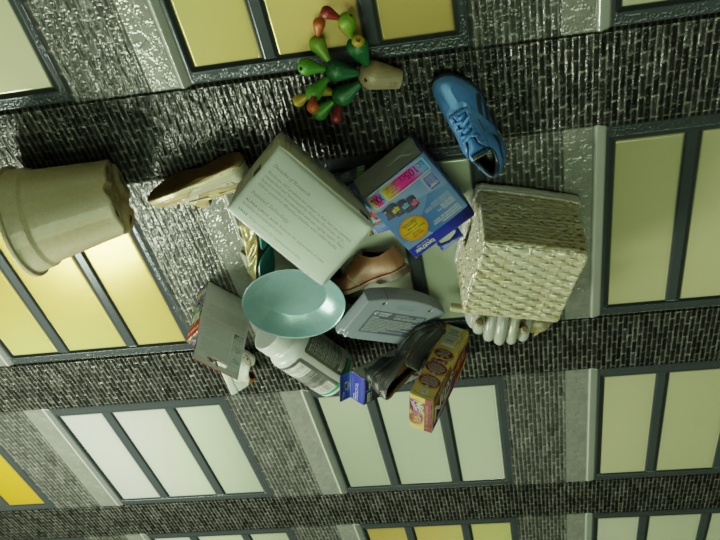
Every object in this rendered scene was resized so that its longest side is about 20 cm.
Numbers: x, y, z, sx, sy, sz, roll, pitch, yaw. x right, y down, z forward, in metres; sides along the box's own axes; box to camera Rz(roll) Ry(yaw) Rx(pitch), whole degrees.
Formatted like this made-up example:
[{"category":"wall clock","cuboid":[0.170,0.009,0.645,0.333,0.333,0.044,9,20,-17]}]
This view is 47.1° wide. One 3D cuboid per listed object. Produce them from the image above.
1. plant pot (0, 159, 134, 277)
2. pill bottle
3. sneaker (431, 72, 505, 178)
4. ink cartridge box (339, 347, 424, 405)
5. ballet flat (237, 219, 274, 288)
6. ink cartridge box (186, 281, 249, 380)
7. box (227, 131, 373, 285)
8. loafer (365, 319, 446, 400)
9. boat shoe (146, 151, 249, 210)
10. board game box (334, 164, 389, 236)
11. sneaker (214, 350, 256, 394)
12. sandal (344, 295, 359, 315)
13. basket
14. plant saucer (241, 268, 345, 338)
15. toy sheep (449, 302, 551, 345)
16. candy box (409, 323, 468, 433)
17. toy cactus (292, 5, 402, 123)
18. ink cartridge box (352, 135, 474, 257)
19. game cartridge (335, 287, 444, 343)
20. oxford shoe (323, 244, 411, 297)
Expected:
[{"category":"plant pot","cuboid":[-0.507,-0.108,1.450,0.183,0.201,0.201,-15,134,2]},{"category":"pill bottle","cuboid":[-0.119,0.175,1.754,0.113,0.113,0.200,-31,126,30]},{"category":"sneaker","cuboid":[0.180,-0.233,1.341,0.066,0.079,0.200,-21,129,26]},{"category":"ink cartridge box","cuboid":[0.048,0.226,1.777,0.200,0.039,0.100,-24,142,-21]},{"category":"ballet flat","cuboid":[-0.202,-0.047,1.572,0.070,0.071,0.200,3,137,0]},{"category":"ink cartridge box","cuboid":[-0.286,0.128,1.653,0.109,0.200,0.050,31,130,-25]},{"category":"box","cuboid":[-0.096,-0.106,1.351,0.200,0.199,0.131,40,99,-13]},{"category":"loafer","cuboid":[0.104,0.183,1.681,0.200,0.072,0.073,-45,136,10]},{"category":"boat shoe","cuboid":[-0.283,-0.142,1.465,0.200,0.074,0.069,-17,127,19]},{"category":"board game box","cuboid":[-0.053,-0.106,1.515,0.200,0.035,0.135,-16,132,19]},{"category":"sneaker","cuboid":[-0.284,0.179,1.818,0.085,0.073,0.200,-26,130,-13]},{"category":"sandal","cuboid":[0.010,0.089,1.705,0.200,0.043,0.076,4,136,-3]},{"category":"basket","cuboid":[0.287,-0.027,1.488,0.199,0.161,0.198,6,135,-5]},{"category":"plant saucer","cuboid":[-0.129,0.055,1.608,0.200,0.039,0.201,-2,136,-1]},{"category":"toy sheep","cuboid":[0.275,0.084,1.625,0.199,0.138,0.138,13,137,9]},{"category":"candy box","cuboid":[0.163,0.223,1.722,0.056,0.200,0.117,17,139,18]},{"category":"toy cactus","cuboid":[-0.014,-0.306,1.277,0.165,0.102,0.200,4,128,-15]},{"category":"ink cartridge box","cuboid":[0.103,-0.117,1.442,0.136,0.076,0.200,-37,127,13]},{"category":"game cartridge","cuboid":[0.064,0.090,1.648,0.200,0.042,0.133,11,128,-36]},{"category":"oxford shoe","cuboid":[0.000,0.000,1.615,0.200,0.071,0.071,-21,101,27]}]
